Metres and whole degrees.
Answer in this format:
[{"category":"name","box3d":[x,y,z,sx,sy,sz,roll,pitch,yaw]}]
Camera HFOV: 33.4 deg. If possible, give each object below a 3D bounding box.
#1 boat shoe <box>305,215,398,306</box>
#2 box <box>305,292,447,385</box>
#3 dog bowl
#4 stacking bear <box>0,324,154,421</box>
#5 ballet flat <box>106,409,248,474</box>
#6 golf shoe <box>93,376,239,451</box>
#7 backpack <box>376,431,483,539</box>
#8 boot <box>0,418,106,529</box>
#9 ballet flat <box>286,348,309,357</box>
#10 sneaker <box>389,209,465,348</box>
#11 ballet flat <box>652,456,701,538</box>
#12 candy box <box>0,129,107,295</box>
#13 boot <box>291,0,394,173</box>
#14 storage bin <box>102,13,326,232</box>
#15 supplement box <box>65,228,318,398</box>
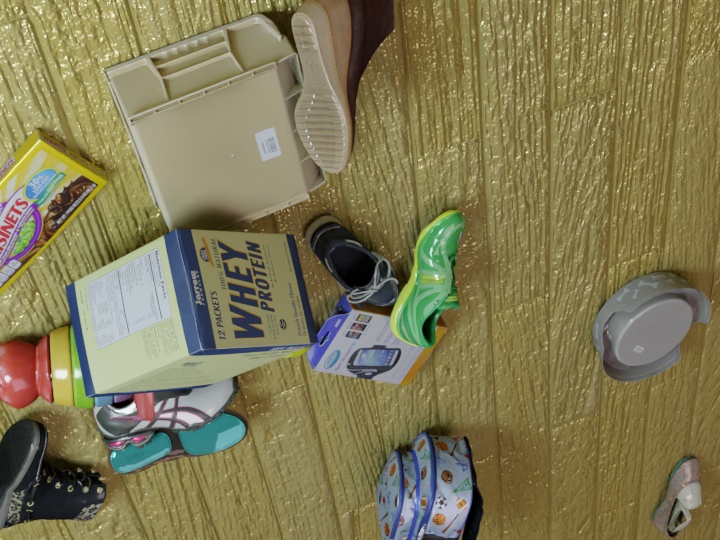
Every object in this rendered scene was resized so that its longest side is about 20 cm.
[{"category":"boat shoe","box3d":[0.000,0.000,1.585,0.075,0.062,0.200,-38,138,2]},{"category":"box","box3d":[0.015,0.098,1.705,0.198,0.042,0.120,14,122,-34]},{"category":"dog bowl","box3d":[0.459,0.087,1.919,0.197,0.059,0.202,-15,135,-15]},{"category":"stacking bear","box3d":[-0.359,0.122,1.478,0.196,0.122,0.115,-4,121,-14]},{"category":"ballet flat","box3d":[-0.254,0.230,1.662,0.197,0.072,0.069,-19,100,-6]},{"category":"golf shoe","box3d":[-0.259,0.172,1.602,0.197,0.077,0.089,-21,130,-10]},{"category":"backpack","box3d":[0.109,0.354,1.903,0.152,0.201,0.192,12,122,-20]},{"category":"boot","box3d":[-0.413,0.274,1.617,0.152,0.074,0.205,5,132,-35]},{"category":"ballet flat","box3d":[-0.135,0.079,1.578,0.066,0.068,0.200,-7,144,29]},{"category":"sneaker","box3d":[0.107,0.013,1.621,0.074,0.083,0.203,-10,125,-51]},{"category":"ballet flat","box3d":[0.633,0.451,2.349,0.067,0.068,0.202,-10,134,-20]},{"category":"candy box","box3d":[-0.386,-0.060,1.348,0.200,0.027,0.102,-44,132,14]},{"category":"boot","box3d":[-0.004,-0.225,1.301,0.166,0.071,0.203,-44,138,-42]},{"category":"storage bin","box3d":[-0.155,-0.154,1.336,0.196,0.094,0.202,-22,137,-9]},{"category":"supplement box","box3d":[-0.194,0.051,1.384,0.198,0.136,0.199,-23,166,36]}]
